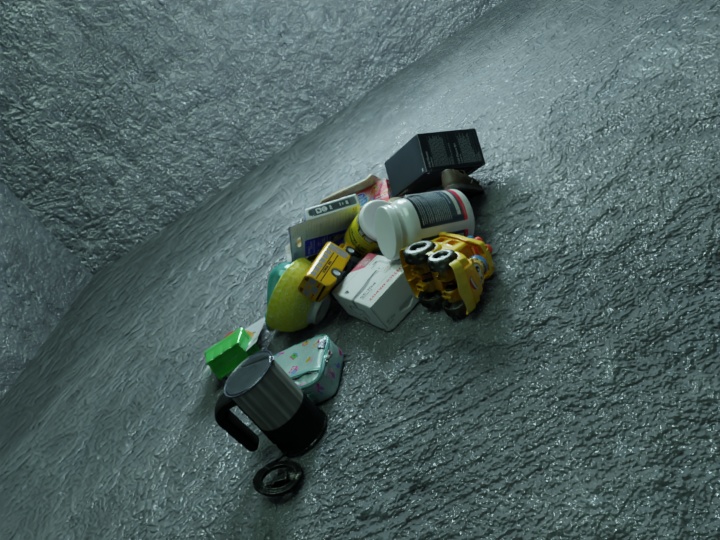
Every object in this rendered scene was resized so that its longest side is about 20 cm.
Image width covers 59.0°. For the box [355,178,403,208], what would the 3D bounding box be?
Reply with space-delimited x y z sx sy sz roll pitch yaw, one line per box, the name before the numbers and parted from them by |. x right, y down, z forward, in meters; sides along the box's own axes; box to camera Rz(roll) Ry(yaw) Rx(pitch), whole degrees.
box | 0.023 -0.168 1.838 0.200 0.095 0.100 -24 56 28

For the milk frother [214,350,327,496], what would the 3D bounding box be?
milk frother | -0.175 0.294 1.212 0.180 0.188 0.200 -40 24 -4

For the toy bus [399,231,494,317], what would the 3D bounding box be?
toy bus | 0.210 -0.011 1.331 0.192 0.136 0.200 -28 23 -20

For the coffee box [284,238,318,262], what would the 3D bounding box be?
coffee box | -0.155 -0.040 1.908 0.114 0.080 0.200 -35 24 5

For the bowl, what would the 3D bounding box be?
bowl | -0.142 0.080 1.618 0.107 0.200 0.200 26 55 15

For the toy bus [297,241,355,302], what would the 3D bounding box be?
toy bus | -0.078 -0.006 1.570 0.065 0.078 0.200 -60 1 38

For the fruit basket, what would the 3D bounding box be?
fruit basket | -0.338 0.212 1.733 0.185 0.094 0.200 -34 9 7

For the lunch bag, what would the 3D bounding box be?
lunch bag | -0.134 0.233 1.398 0.200 0.077 0.161 -25 27 25

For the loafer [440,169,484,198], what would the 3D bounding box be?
loafer | 0.256 -0.221 1.591 0.073 0.071 0.200 -18 -7 23

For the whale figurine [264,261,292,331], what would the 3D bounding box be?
whale figurine | -0.221 0.065 1.737 0.159 0.103 0.200 99 -164 -60

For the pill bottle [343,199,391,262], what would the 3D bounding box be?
pill bottle | 0.023 -0.093 1.661 0.113 0.112 0.200 -51 1 -28

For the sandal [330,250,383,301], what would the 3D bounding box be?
sandal | -0.001 0.000 1.624 0.200 0.076 0.043 -36 63 3

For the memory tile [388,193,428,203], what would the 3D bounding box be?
memory tile | 0.164 -0.155 1.658 0.153 0.017 0.200 -8 29 -11

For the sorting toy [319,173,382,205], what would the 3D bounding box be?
sorting toy | 0.003 -0.215 1.902 0.200 0.185 0.037 -25 62 29

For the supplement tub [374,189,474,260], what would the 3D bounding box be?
supplement tub | 0.146 -0.104 1.459 0.199 0.141 0.140 -12 18 -18

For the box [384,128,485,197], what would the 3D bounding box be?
box | 0.192 -0.283 1.679 0.182 0.104 0.200 -12 -8 -25

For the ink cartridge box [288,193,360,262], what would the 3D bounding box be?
ink cartridge box | -0.102 -0.111 1.715 0.199 0.198 0.043 -19 66 -13

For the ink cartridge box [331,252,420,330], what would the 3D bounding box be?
ink cartridge box | 0.044 0.045 1.481 0.147 0.083 0.200 -46 26 -15
